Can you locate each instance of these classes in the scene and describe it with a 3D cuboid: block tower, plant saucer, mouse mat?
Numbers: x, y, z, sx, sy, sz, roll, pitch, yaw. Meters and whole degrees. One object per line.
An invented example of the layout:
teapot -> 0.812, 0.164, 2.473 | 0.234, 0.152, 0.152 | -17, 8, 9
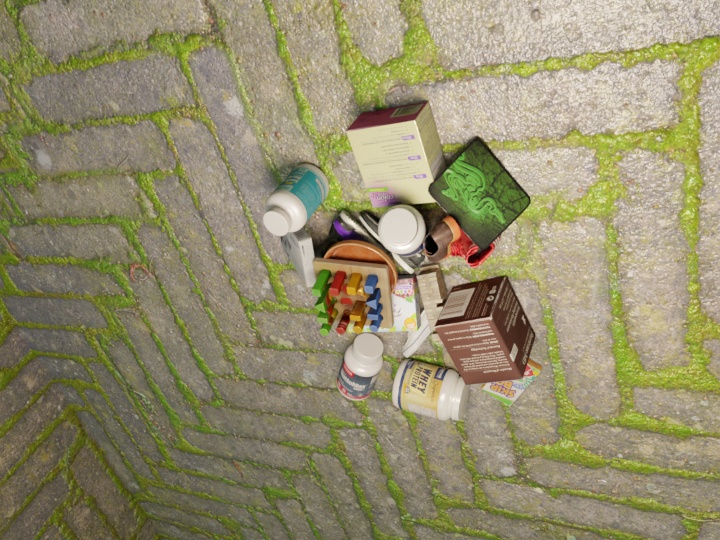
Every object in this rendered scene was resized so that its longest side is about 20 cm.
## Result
block tower -> 0.196, 0.088, 1.743 | 0.053, 0.058, 0.203 | -9, 103, 25
plant saucer -> 0.000, 0.000, 1.721 | 0.197, 0.033, 0.202 | 11, 135, 12
mouse mat -> 0.265, -0.165, 1.496 | 0.161, 0.008, 0.200 | -45, 104, 5

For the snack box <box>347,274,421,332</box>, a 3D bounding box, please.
snack box -> 0.057, 0.090, 1.809 | 0.197, 0.053, 0.145 | -3, 102, 18

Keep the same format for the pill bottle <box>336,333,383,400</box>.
pill bottle -> 0.002, 0.285, 2.017 | 0.118, 0.120, 0.202 | 25, 134, 9

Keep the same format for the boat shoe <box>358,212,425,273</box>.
boat shoe -> 0.080, -0.082, 1.710 | 0.200, 0.076, 0.060 | 45, 97, 2

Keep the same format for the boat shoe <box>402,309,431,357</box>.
boat shoe -> 0.164, 0.156, 1.860 | 0.067, 0.073, 0.201 | 41, 122, 6

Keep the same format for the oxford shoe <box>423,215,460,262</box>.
oxford shoe -> 0.170, -0.061, 1.561 | 0.072, 0.072, 0.200 | 55, 165, 15

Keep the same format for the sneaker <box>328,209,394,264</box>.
sneaker -> -0.003, -0.054, 1.743 | 0.200, 0.070, 0.100 | 44, 101, 2

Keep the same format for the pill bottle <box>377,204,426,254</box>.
pill bottle -> 0.099, -0.092, 1.567 | 0.109, 0.200, 0.113 | 0, 88, 9

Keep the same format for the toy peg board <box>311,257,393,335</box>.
toy peg board -> -0.027, 0.085, 1.713 | 0.196, 0.098, 0.202 | 6, 131, 18

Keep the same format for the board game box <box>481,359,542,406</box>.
board game box -> 0.411, 0.303, 1.865 | 0.095, 0.030, 0.201 | 30, 137, 5

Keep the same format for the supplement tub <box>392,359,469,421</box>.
supplement tub -> 0.203, 0.344, 1.933 | 0.197, 0.145, 0.146 | 11, 131, 21

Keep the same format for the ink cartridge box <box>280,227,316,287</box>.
ink cartridge box -> -0.168, -0.048, 1.808 | 0.200, 0.040, 0.202 | -128, 24, -49

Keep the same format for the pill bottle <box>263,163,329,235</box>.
pill bottle -> -0.163, -0.171, 1.673 | 0.109, 0.201, 0.112 | 15, 132, 17

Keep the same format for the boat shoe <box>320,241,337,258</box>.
boat shoe -> -0.007, -0.028, 1.805 | 0.197, 0.077, 0.074 | 16, 166, 6

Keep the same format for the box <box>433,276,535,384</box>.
box -> 0.315, 0.152, 1.694 | 0.162, 0.167, 0.201 | -14, 119, 36

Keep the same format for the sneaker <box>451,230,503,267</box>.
sneaker -> 0.236, -0.057, 1.600 | 0.198, 0.116, 0.079 | -20, 116, 39

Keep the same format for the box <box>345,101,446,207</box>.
box -> 0.089, -0.258, 1.531 | 0.173, 0.097, 0.202 | -2, 124, 31
